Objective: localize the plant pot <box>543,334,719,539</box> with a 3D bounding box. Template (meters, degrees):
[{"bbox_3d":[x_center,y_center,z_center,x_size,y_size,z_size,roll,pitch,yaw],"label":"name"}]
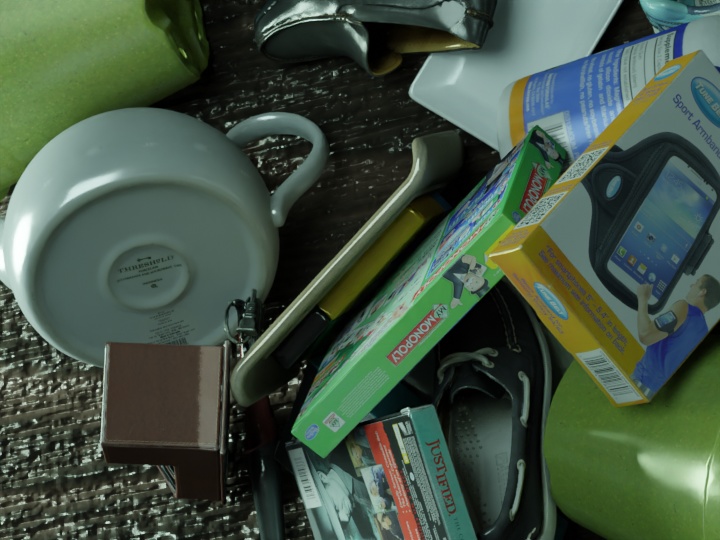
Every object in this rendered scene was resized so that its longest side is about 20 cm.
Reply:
[{"bbox_3d":[0.214,0.110,1.534,0.190,0.200,0.200,14,84,43],"label":"plant pot"}]

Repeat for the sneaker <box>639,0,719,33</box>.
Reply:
[{"bbox_3d":[0.265,-0.193,1.629,0.200,0.086,0.078,-27,66,21],"label":"sneaker"}]

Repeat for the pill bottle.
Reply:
[{"bbox_3d":[0.195,-0.093,1.628,0.200,0.112,0.112,-17,69,24],"label":"pill bottle"}]

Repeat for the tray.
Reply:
[{"bbox_3d":[0.124,-0.176,1.743,0.107,0.022,0.200,34,95,32],"label":"tray"}]

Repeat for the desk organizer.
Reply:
[{"bbox_3d":[-0.124,0.100,1.698,0.077,0.200,0.072,2,76,-2],"label":"desk organizer"}]

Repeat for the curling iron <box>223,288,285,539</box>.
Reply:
[{"bbox_3d":[-0.069,0.112,1.741,0.026,0.050,0.200,-4,94,11],"label":"curling iron"}]

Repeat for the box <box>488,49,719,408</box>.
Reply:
[{"bbox_3d":[0.178,-0.032,1.502,0.200,0.119,0.041,-46,14,-23],"label":"box"}]

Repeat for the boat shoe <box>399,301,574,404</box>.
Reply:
[{"bbox_3d":[0.109,0.043,1.682,0.200,0.073,0.062,-17,26,32],"label":"boat shoe"}]

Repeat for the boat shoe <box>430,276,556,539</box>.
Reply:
[{"bbox_3d":[0.073,0.084,1.596,0.074,0.060,0.200,-16,62,25],"label":"boat shoe"}]

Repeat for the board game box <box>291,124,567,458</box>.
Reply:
[{"bbox_3d":[0.042,0.012,1.582,0.029,0.135,0.200,39,118,-9],"label":"board game box"}]

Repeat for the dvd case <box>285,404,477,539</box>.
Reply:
[{"bbox_3d":[0.018,0.162,1.603,0.200,0.022,0.146,-23,85,64],"label":"dvd case"}]

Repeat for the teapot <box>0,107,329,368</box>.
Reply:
[{"bbox_3d":[-0.149,-0.040,1.785,0.198,0.200,0.146,-55,29,27],"label":"teapot"}]

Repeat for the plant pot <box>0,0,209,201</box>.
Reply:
[{"bbox_3d":[-0.214,-0.167,1.849,0.184,0.200,0.201,-18,68,12],"label":"plant pot"}]

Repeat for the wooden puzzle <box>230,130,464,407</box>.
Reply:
[{"bbox_3d":[0.000,0.000,1.682,0.037,0.185,0.200,39,100,5],"label":"wooden puzzle"}]

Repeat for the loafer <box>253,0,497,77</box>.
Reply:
[{"bbox_3d":[0.006,-0.166,1.765,0.200,0.073,0.072,-15,63,40],"label":"loafer"}]

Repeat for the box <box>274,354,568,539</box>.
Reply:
[{"bbox_3d":[0.036,0.139,1.675,0.200,0.049,0.082,39,124,31],"label":"box"}]
